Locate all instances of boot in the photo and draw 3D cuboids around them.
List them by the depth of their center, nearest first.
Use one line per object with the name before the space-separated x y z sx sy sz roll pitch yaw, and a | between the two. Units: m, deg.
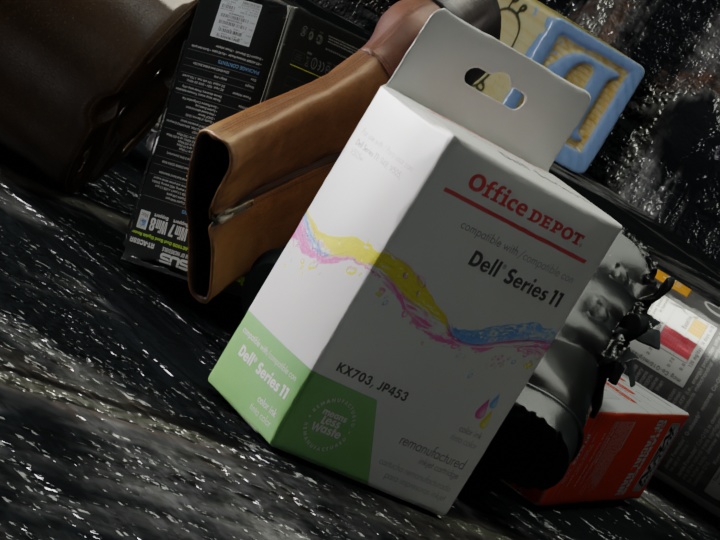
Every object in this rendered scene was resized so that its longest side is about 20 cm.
boot | 0.055 0.013 1.327 0.197 0.074 0.163 28 42 5
boot | -0.007 -0.036 1.337 0.068 0.189 0.200 35 52 22

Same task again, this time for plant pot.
plant pot | -0.186 -0.162 1.430 0.198 0.201 0.200 39 8 5

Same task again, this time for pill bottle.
pill bottle | 0.190 0.068 1.652 0.199 0.117 0.116 32 8 6

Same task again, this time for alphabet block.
alphabet block | 0.271 -0.291 3.939 0.196 0.196 0.200 28 7 -32

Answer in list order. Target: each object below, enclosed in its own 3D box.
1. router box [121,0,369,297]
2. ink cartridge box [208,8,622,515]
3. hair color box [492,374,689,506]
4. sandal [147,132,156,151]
router box | -0.034 -0.055 1.409 0.062 0.151 0.200 17 -1 29
ink cartridge box | 0.035 -0.003 1.183 0.117 0.201 0.067 24 10 -38
hair color box | 0.099 0.075 1.452 0.111 0.064 0.200 33 10 21
sandal | -0.058 -0.056 1.640 0.202 0.050 0.082 12 12 40
